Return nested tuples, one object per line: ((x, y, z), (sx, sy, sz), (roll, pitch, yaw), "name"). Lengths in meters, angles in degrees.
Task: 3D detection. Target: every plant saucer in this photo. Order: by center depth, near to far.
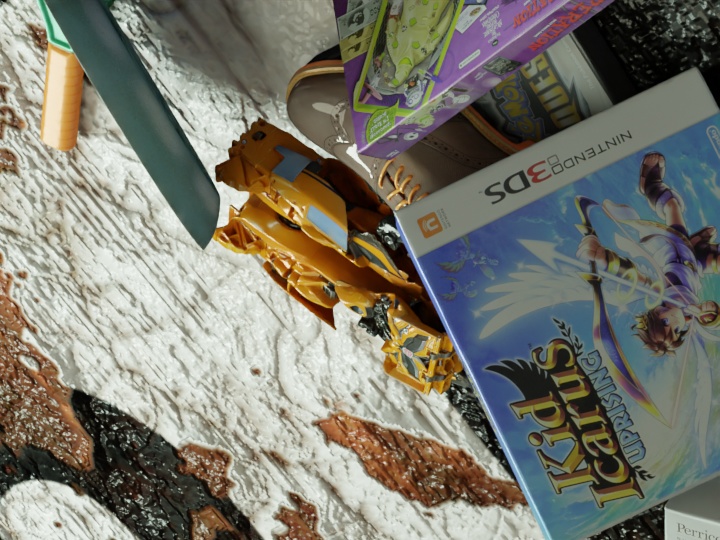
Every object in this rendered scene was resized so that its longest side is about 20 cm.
((-0.133, -0.104, 1.193), (0.027, 0.200, 0.200), (-30, 109, -1), "plant saucer")

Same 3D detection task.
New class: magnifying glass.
((-0.184, -0.160, 1.289), (0.079, 0.022, 0.200), (25, 133, 14), "magnifying glass")

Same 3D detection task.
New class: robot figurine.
((0.000, 0.000, 1.243), (0.200, 0.058, 0.145), (37, 153, 17), "robot figurine")

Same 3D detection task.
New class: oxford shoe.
((0.038, -0.057, 1.155), (0.200, 0.073, 0.071), (25, 133, 15), "oxford shoe")

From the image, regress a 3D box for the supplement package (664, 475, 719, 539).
((0.287, 0.147, 1.131), (0.199, 0.156, 0.111), (11, 128, 25), "supplement package")

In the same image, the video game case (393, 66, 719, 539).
((0.140, 0.021, 1.086), (0.181, 0.045, 0.201), (-26, 83, 1), "video game case")

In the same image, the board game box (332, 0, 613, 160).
((0.058, -0.155, 1.085), (0.032, 0.120, 0.200), (14, 148, -36), "board game box")

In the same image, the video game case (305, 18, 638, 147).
((0.085, -0.069, 1.185), (0.180, 0.026, 0.200), (-22, 110, 41), "video game case")
